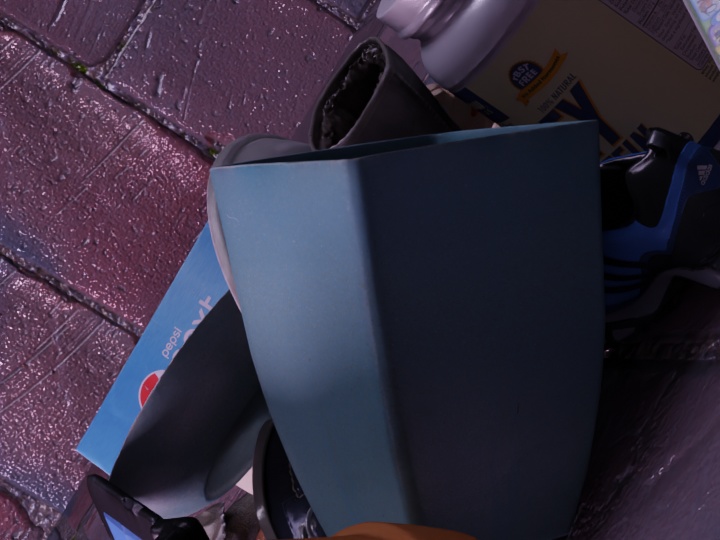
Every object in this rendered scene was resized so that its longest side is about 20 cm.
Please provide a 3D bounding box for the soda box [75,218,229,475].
[{"bbox_3d":[-0.094,0.046,1.083,0.200,0.068,0.064,-59,-14,10],"label":"soda box"}]

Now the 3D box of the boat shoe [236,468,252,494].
[{"bbox_3d":[-0.002,0.107,1.054,0.200,0.072,0.060,-8,50,45],"label":"boat shoe"}]

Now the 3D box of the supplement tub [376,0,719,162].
[{"bbox_3d":[0.124,-0.135,0.949,0.145,0.200,0.145,-55,10,15],"label":"supplement tub"}]

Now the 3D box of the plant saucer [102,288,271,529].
[{"bbox_3d":[-0.072,0.077,0.996,0.201,0.039,0.201,-53,-13,-17],"label":"plant saucer"}]

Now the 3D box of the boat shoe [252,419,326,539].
[{"bbox_3d":[-0.012,0.159,0.942,0.062,0.075,0.200,-34,46,25],"label":"boat shoe"}]

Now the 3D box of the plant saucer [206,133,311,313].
[{"bbox_3d":[0.000,0.000,0.962,0.050,0.200,0.200,-33,20,25],"label":"plant saucer"}]

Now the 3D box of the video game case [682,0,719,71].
[{"bbox_3d":[0.217,-0.159,0.692,0.200,0.022,0.182,-36,52,23],"label":"video game case"}]

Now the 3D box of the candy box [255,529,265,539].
[{"bbox_3d":[-0.020,0.164,1.153,0.200,0.056,0.117,-61,13,-27],"label":"candy box"}]

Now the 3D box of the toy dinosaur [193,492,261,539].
[{"bbox_3d":[-0.071,0.187,1.232,0.200,0.077,0.102,-21,-43,-37],"label":"toy dinosaur"}]

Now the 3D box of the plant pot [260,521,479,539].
[{"bbox_3d":[-0.034,0.193,0.705,0.200,0.140,0.200,-37,44,47],"label":"plant pot"}]

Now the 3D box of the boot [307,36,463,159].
[{"bbox_3d":[0.062,-0.057,1.006,0.073,0.200,0.182,-38,21,31],"label":"boot"}]

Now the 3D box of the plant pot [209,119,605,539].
[{"bbox_3d":[0.030,0.037,0.842,0.141,0.141,0.200,4,103,59],"label":"plant pot"}]

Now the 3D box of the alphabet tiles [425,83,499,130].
[{"bbox_3d":[0.095,-0.099,1.100,0.200,0.015,0.196,-29,-43,-32],"label":"alphabet tiles"}]

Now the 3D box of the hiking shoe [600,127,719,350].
[{"bbox_3d":[0.135,-0.022,0.878,0.074,0.087,0.200,-62,11,-28],"label":"hiking shoe"}]

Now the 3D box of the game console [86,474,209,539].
[{"bbox_3d":[-0.103,0.226,0.863,0.116,0.200,0.176,-10,22,31],"label":"game console"}]
